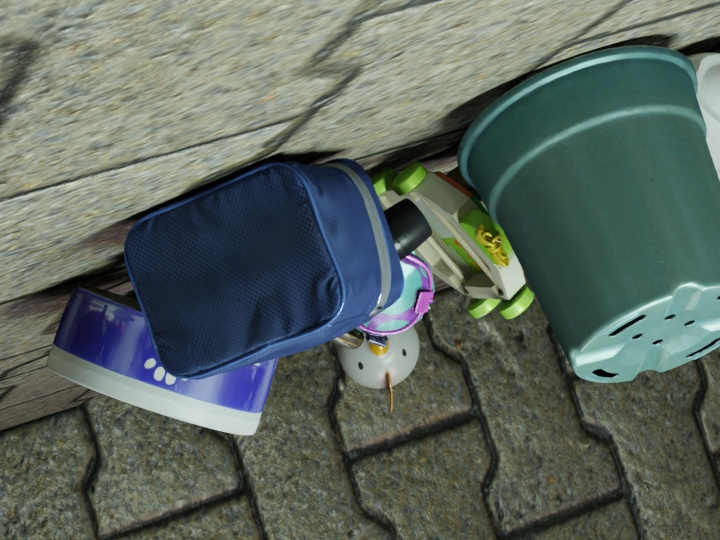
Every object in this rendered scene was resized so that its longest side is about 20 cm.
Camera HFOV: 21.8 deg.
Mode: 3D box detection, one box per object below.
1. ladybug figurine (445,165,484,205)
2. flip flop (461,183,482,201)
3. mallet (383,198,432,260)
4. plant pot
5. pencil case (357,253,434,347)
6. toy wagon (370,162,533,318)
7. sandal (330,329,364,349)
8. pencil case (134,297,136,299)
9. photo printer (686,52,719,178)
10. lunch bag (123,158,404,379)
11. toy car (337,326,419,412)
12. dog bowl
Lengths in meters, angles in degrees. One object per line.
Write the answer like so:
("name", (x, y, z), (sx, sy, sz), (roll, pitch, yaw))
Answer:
("ladybug figurine", (0.159, -0.076, 1.680), (0.200, 0.072, 0.136), (-23, -159, -10))
("flip flop", (0.137, -0.112, 1.527), (0.081, 0.058, 0.200), (-12, 158, -25))
("mallet", (-0.005, -0.031, 1.599), (0.066, 0.041, 0.200), (-38, -164, -16))
("plant pot", (0.198, -0.033, 1.429), (0.200, 0.196, 0.200), (-15, 155, -7))
("pencil case", (0.000, 0.000, 1.696), (0.092, 0.085, 0.200), (26, -174, -20))
("toy wagon", (0.085, -0.027, 1.578), (0.040, 0.155, 0.200), (-45, -166, -15))
("sandal", (-0.094, 0.039, 1.706), (0.199, 0.055, 0.082), (16, -165, -2))
("pencil case", (-0.215, 0.065, 1.982), (0.086, 0.083, 0.200), (-16, 174, -23))
("photo printer", (0.324, -0.104, 1.587), (0.070, 0.200, 0.166), (-57, -174, -14))
("lunch bag", (-0.075, 0.001, 1.443), (0.200, 0.136, 0.132), (-20, 175, 27))
("toy car", (0.013, 0.062, 2.120), (0.184, 0.200, 0.177), (-19, 175, -3))
("dog bowl", (-0.178, 0.080, 1.696), (0.200, 0.079, 0.200), (18, 180, 0))
